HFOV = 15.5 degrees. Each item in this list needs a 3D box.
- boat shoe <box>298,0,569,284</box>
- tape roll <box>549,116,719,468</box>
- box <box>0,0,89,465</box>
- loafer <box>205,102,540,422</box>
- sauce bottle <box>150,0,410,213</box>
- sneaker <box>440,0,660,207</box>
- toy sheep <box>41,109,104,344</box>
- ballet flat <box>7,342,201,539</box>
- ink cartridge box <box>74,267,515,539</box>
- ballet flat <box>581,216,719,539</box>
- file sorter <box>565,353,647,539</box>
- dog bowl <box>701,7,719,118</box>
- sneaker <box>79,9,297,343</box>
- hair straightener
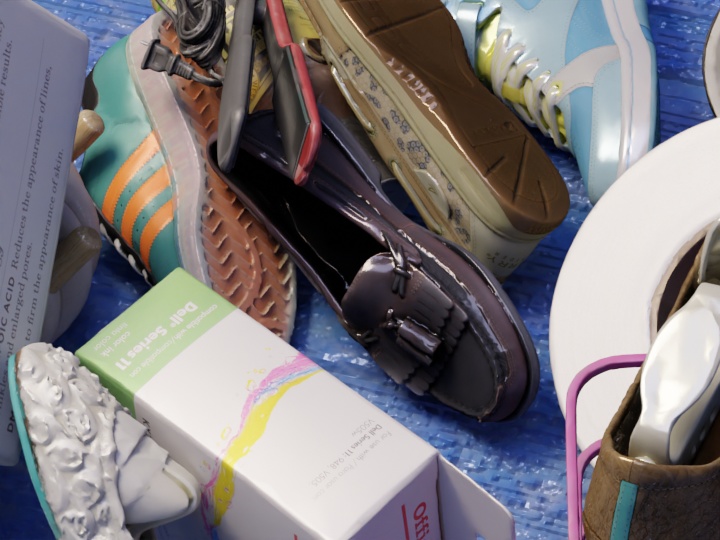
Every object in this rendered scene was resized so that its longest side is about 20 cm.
[{"bbox_3d":[0.020,-0.080,1.271,0.073,0.063,0.200,-6,54,-44],"label":"boat shoe"},{"bbox_3d":[0.182,0.027,1.165,0.203,0.037,0.203,-7,72,21],"label":"tape roll"},{"bbox_3d":[-0.243,-0.028,1.130,0.199,0.131,0.200,1,74,30],"label":"box"},{"bbox_3d":[0.000,0.000,1.227,0.063,0.072,0.200,-11,51,-45],"label":"loafer"},{"bbox_3d":[-0.041,-0.099,1.336,0.065,0.065,0.200,-28,57,-16],"label":"sauce bottle"},{"bbox_3d":[0.081,-0.091,1.310,0.131,0.080,0.200,-4,40,2],"label":"sneaker"},{"bbox_3d":[-0.183,-0.013,1.241,0.138,0.138,0.200,-5,37,3],"label":"toy sheep"},{"bbox_3d":[-0.089,0.121,1.101,0.072,0.072,0.200,-15,93,-6],"label":"ballet flat"},{"bbox_3d":[-0.026,0.101,1.132,0.200,0.117,0.067,34,60,30],"label":"ink cartridge box"},{"bbox_3d":[0.132,0.024,0.954,0.068,0.072,0.200,16,48,25],"label":"ballet flat"},{"bbox_3d":[0.149,0.138,1.028,0.139,0.200,0.125,-1,47,6],"label":"file sorter"},{"bbox_3d":[0.266,-0.075,1.274,0.200,0.074,0.200,-4,50,5],"label":"dog bowl"},{"bbox_3d":[-0.090,-0.025,1.287,0.080,0.071,0.200,-34,58,32],"label":"sneaker"},{"bbox_3d":[-0.065,-0.112,1.253,0.077,0.041,0.200,8,37,-14],"label":"hair straightener"}]
